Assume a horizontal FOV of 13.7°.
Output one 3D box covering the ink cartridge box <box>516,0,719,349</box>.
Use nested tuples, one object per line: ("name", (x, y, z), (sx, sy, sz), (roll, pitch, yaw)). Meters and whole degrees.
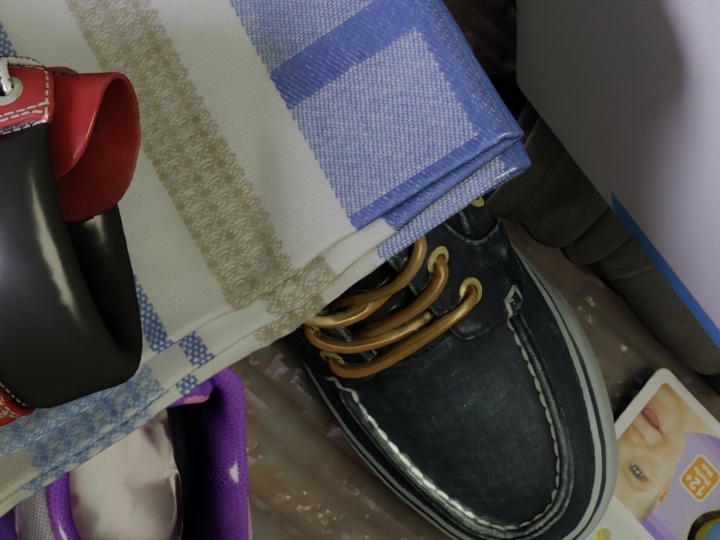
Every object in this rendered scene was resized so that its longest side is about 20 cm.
("ink cartridge box", (0.156, -0.089, 0.723), (0.200, 0.147, 0.146), (-12, 126, -15))

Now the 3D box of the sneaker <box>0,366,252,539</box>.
("sneaker", (-0.069, 0.007, 0.745), (0.080, 0.088, 0.201), (-15, 96, -22))

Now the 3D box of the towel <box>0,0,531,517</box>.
("towel", (-0.072, -0.031, 0.695), (0.200, 0.024, 0.147), (-34, 76, 16))

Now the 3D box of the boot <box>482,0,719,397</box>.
("boot", (0.122, -0.070, 0.840), (0.132, 0.070, 0.200), (40, 76, -19))

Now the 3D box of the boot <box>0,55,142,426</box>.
("boot", (-0.129, -0.046, 0.672), (0.144, 0.072, 0.200), (-29, 84, 16))

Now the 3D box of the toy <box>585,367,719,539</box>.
("toy", (0.065, 0.138, 0.830), (0.115, 0.047, 0.200), (46, 73, -17))

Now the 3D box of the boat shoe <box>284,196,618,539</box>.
("boat shoe", (0.000, 0.000, 0.765), (0.071, 0.091, 0.200), (-29, 100, 12))
